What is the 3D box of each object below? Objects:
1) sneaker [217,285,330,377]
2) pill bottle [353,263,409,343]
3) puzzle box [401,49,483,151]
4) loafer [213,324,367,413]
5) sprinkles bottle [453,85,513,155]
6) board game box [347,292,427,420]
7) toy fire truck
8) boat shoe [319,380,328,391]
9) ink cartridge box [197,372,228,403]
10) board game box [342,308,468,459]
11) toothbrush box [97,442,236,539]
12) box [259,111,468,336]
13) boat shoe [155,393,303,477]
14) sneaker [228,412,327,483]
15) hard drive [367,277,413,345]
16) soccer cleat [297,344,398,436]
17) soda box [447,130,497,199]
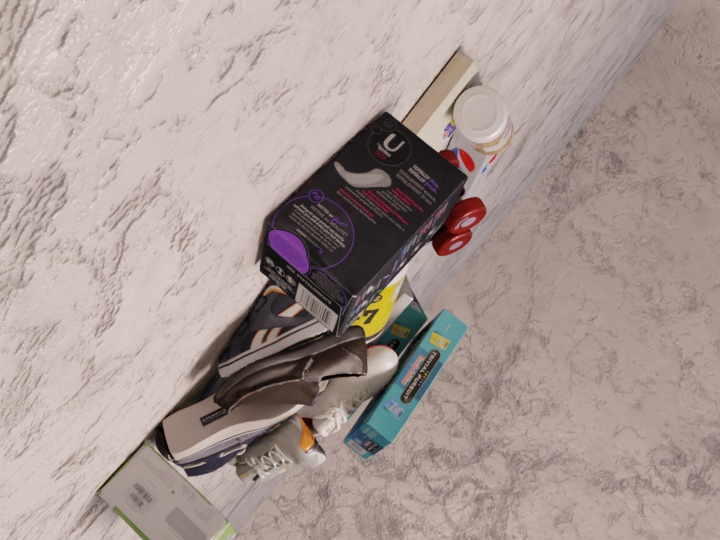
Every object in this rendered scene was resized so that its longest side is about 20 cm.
[{"bbox_3d":[-0.099,0.062,1.105,0.199,0.080,0.078,-27,172,20],"label":"sneaker"},{"bbox_3d":[0.000,0.000,1.164,0.114,0.114,0.201,-44,162,-35],"label":"pill bottle"},{"bbox_3d":[0.105,-0.204,1.170,0.133,0.025,0.200,-52,171,7],"label":"puzzle box"},{"bbox_3d":[-0.076,0.129,1.071,0.198,0.072,0.073,-22,172,-10],"label":"loafer"},{"bbox_3d":[0.167,-0.197,1.204,0.068,0.068,0.200,-52,172,9],"label":"sprinkles bottle"},{"bbox_3d":[0.010,0.108,1.388,0.201,0.047,0.151,-53,-158,13],"label":"board game box"},{"bbox_3d":[0.084,-0.082,1.369,0.166,0.113,0.200,-21,161,-18],"label":"toy fire truck"},{"bbox_3d":[-0.065,0.115,1.235,0.059,0.072,0.200,-35,-167,26],"label":"boat shoe"},{"bbox_3d":[-0.153,0.178,1.269,0.137,0.076,0.200,-53,169,17],"label":"ink cartridge box"},{"bbox_3d":[0.063,0.164,1.280,0.201,0.047,0.151,-53,179,-24],"label":"board game box"},{"bbox_3d":[-0.241,0.314,1.158,0.086,0.145,0.200,-46,171,-17],"label":"toothbrush box"},{"bbox_3d":[0.002,-0.051,0.965,0.200,0.122,0.106,-45,169,-27],"label":"box"},{"bbox_3d":[-0.153,0.192,1.136,0.198,0.075,0.093,-20,148,-6],"label":"boat shoe"},{"bbox_3d":[-0.112,0.241,1.163,0.092,0.076,0.200,-36,-178,-25],"label":"sneaker"},{"bbox_3d":[-0.001,0.077,1.334,0.200,0.026,0.132,-50,-157,18],"label":"hard drive"},{"bbox_3d":[-0.025,0.181,1.239,0.199,0.070,0.087,-37,-154,25],"label":"soccer cleat"},{"bbox_3d":[0.178,-0.182,1.473,0.064,0.068,0.200,-46,170,-22],"label":"soda box"}]
